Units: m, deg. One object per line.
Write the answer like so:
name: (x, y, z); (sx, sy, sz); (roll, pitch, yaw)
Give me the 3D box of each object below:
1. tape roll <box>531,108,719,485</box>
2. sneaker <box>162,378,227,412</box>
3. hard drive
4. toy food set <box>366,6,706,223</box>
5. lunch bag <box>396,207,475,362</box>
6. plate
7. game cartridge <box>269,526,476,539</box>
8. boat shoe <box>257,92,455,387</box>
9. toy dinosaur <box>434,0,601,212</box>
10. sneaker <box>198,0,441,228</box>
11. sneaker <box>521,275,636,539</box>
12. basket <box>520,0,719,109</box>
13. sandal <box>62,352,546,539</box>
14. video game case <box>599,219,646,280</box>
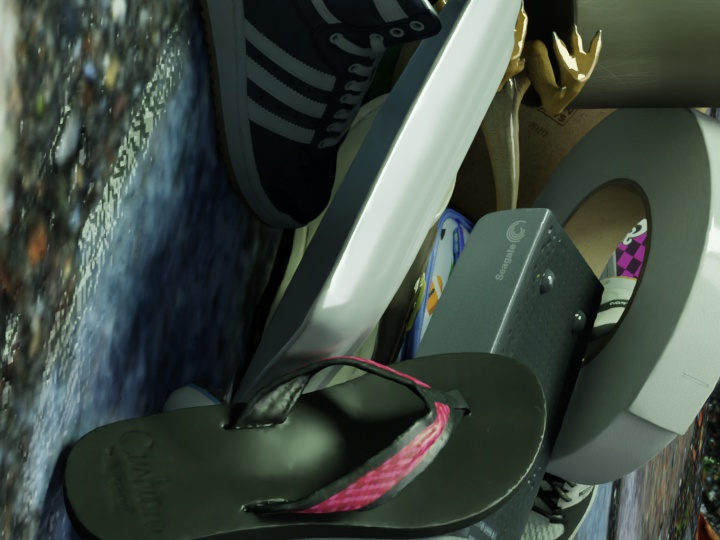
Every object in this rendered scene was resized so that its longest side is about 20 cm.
tape roll: (0.130, 0.010, 1.068); (0.203, 0.037, 0.204); (-50, -153, 37)
sneaker: (-0.046, 0.143, 0.853); (0.201, 0.072, 0.072); (71, -21, 5)
hard drive: (0.053, 0.078, 0.969); (0.201, 0.042, 0.135); (-69, 156, -10)
toy food set: (0.101, -0.103, 1.146); (0.199, 0.199, 0.049); (-64, -150, 26)
lunch bag: (0.024, 0.067, 1.131); (0.160, 0.075, 0.202); (30, 66, -71)
plate: (0.007, -0.024, 0.889); (0.200, 0.032, 0.200); (-64, -174, -25)
game cartridge: (-0.012, 0.162, 0.805); (0.042, 0.198, 0.134); (130, -32, -75)
boat shoe: (0.000, 0.000, 1.026); (0.060, 0.071, 0.201); (88, 17, -54)
toy dinosaur: (0.063, -0.085, 0.971); (0.106, 0.060, 0.202); (-8, -84, 67)
sneaker: (-0.005, -0.093, 0.893); (0.070, 0.108, 0.201); (-69, 158, -43)
sneaker: (0.117, 0.098, 1.253); (0.088, 0.075, 0.201); (-45, 157, -70)
basket: (0.169, -0.146, 1.026); (0.136, 0.199, 0.181); (105, -31, -50)
sandal: (-0.013, 0.066, 0.792); (0.045, 0.199, 0.075); (109, -36, -47)
video game case: (0.128, -0.090, 1.327); (0.201, 0.036, 0.182); (80, -18, -44)
